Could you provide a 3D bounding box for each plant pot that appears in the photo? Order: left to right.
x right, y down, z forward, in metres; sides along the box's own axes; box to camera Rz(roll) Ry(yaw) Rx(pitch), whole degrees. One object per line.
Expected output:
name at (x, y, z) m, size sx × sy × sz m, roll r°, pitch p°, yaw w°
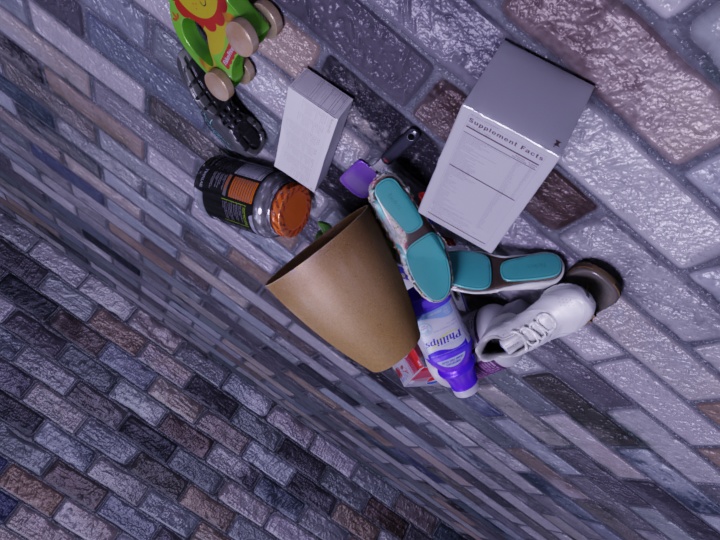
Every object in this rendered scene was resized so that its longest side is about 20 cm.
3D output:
plant pot at (-0.004, 0.040, 0.812) m, size 0.201 × 0.186 × 0.186 m, roll 52°, pitch 151°, yaw -9°

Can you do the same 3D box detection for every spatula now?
spatula at (0.032, -0.160, 0.832) m, size 0.056 × 0.021 × 0.200 m, roll 41°, pitch 152°, yaw -12°

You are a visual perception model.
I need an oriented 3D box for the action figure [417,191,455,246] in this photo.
action figure at (0.116, -0.049, 0.874) m, size 0.099 × 0.065 × 0.200 m, roll 39°, pitch 155°, yaw 9°

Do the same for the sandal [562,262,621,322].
sandal at (0.316, 0.053, 0.836) m, size 0.081 × 0.055 × 0.200 m, roll 32°, pitch 154°, yaw 2°

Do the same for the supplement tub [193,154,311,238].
supplement tub at (-0.196, -0.133, 1.022) m, size 0.198 × 0.123 × 0.123 m, roll 20°, pitch 151°, yaw 26°

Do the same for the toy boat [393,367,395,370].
toy boat at (0.090, 0.110, 1.146) m, size 0.131 × 0.130 × 0.201 m, roll 52°, pitch 168°, yaw 35°

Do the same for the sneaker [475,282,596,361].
sneaker at (0.250, 0.087, 0.806) m, size 0.075 × 0.087 × 0.200 m, roll 53°, pitch 135°, yaw 3°

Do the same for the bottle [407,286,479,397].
bottle at (0.136, 0.114, 0.899) m, size 0.083 × 0.065 × 0.202 m, roll -23°, pitch 110°, yaw 9°

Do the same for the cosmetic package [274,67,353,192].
cosmetic package at (-0.075, -0.204, 0.844) m, size 0.082 × 0.051 × 0.200 m, roll 35°, pitch 154°, yaw 0°

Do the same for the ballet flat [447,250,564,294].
ballet flat at (0.199, 0.008, 0.832) m, size 0.197 × 0.070 × 0.070 m, roll -1°, pitch 144°, yaw 12°

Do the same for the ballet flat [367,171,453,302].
ballet flat at (0.074, -0.050, 0.802) m, size 0.202 × 0.075 × 0.064 m, roll 64°, pitch 180°, yaw -8°

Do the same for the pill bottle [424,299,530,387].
pill bottle at (0.214, 0.126, 0.977) m, size 0.112 × 0.113 × 0.199 m, roll 42°, pitch 134°, yaw -18°

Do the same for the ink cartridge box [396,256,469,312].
ink cartridge box at (0.108, 0.011, 1.020) m, size 0.198 × 0.039 × 0.100 m, roll 17°, pitch 150°, yaw 32°

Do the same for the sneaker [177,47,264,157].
sneaker at (-0.237, -0.264, 0.900) m, size 0.079 × 0.076 × 0.201 m, roll 13°, pitch 147°, yaw 39°

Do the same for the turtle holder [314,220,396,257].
turtle holder at (0.001, -0.004, 0.961) m, size 0.184 × 0.141 × 0.133 m, roll 18°, pitch 109°, yaw 15°

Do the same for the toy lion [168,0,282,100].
toy lion at (-0.206, -0.352, 0.739) m, size 0.192 × 0.069 × 0.200 m, roll 47°, pitch 152°, yaw -11°

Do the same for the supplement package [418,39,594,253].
supplement package at (0.157, -0.131, 0.639) m, size 0.113 × 0.110 × 0.200 m, roll 30°, pitch 154°, yaw 6°

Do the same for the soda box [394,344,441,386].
soda box at (0.153, 0.183, 1.102) m, size 0.199 × 0.070 × 0.064 m, roll 9°, pitch 131°, yaw -44°
